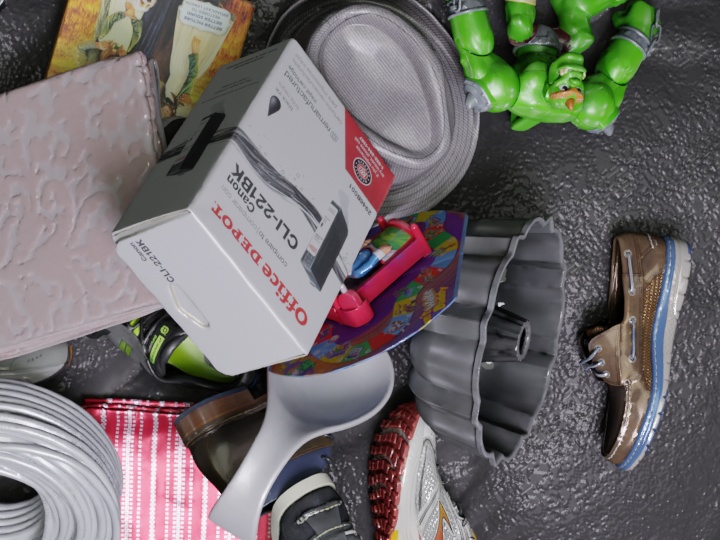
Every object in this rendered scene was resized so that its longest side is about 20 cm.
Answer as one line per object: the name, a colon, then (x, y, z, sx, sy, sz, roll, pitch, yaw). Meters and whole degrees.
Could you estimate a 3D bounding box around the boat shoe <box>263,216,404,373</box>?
boat shoe: (0.001, 0.024, 1.380, 0.199, 0.072, 0.072, -32, 126, -13)

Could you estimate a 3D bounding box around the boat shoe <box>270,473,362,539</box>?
boat shoe: (-0.030, 0.238, 1.340, 0.072, 0.201, 0.068, -32, 61, -19)

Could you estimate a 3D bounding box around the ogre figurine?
ogre figurine: (0.153, -0.178, 1.368, 0.199, 0.098, 0.121, 11, 81, -44)

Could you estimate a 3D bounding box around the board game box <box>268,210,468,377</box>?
board game box: (0.000, 0.000, 1.279, 0.157, 0.201, 0.039, -21, 117, 20)

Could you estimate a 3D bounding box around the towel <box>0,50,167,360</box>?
towel: (-0.224, -0.048, 1.265, 0.190, 0.032, 0.202, -15, 75, 23)

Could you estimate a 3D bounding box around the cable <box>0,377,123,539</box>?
cable: (-0.280, 0.170, 1.297, 0.199, 0.070, 0.200, -28, 123, 21)

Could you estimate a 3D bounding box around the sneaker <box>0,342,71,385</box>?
sneaker: (-0.324, 0.047, 1.310, 0.198, 0.076, 0.093, 1, 92, -13)

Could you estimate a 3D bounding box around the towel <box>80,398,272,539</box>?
towel: (-0.141, 0.180, 1.388, 0.198, 0.022, 0.146, 3, 97, -12)

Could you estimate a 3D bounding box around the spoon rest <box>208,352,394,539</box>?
spoon rest: (-0.044, 0.111, 1.271, 0.099, 0.061, 0.201, 29, 55, 7)

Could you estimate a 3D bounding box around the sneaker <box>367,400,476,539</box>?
sneaker: (0.053, 0.204, 1.410, 0.081, 0.078, 0.202, -6, 106, -17)

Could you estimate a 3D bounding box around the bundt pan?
bundt pan: (0.097, 0.050, 1.345, 0.075, 0.202, 0.204, 10, 96, 23)

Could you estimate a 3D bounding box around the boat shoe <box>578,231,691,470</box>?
boat shoe: (0.222, 0.066, 1.427, 0.072, 0.072, 0.202, 12, 85, -8)

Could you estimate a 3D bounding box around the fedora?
fedora: (0.015, -0.135, 1.335, 0.176, 0.090, 0.201, -32, 97, -10)

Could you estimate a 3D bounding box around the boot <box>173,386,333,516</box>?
boot: (-0.044, 0.133, 1.343, 0.199, 0.075, 0.097, -17, 70, -31)

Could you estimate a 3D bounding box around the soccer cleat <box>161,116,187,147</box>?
soccer cleat: (-0.121, -0.021, 1.304, 0.069, 0.086, 0.202, -20, 96, -32)

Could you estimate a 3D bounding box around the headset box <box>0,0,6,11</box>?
headset box: (-0.384, -0.202, 1.255, 0.200, 0.093, 0.174, 44, 87, -13)

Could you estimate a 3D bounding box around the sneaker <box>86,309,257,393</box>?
sneaker: (-0.166, 0.041, 1.334, 0.199, 0.083, 0.071, 28, 90, -13)

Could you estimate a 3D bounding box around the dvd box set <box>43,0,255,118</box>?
dvd box set: (-0.180, -0.138, 1.335, 0.145, 0.029, 0.202, 17, 93, -14)

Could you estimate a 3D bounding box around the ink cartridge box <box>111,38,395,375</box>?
ink cartridge box: (-0.073, -0.046, 1.225, 0.145, 0.083, 0.201, 52, 43, -26)
